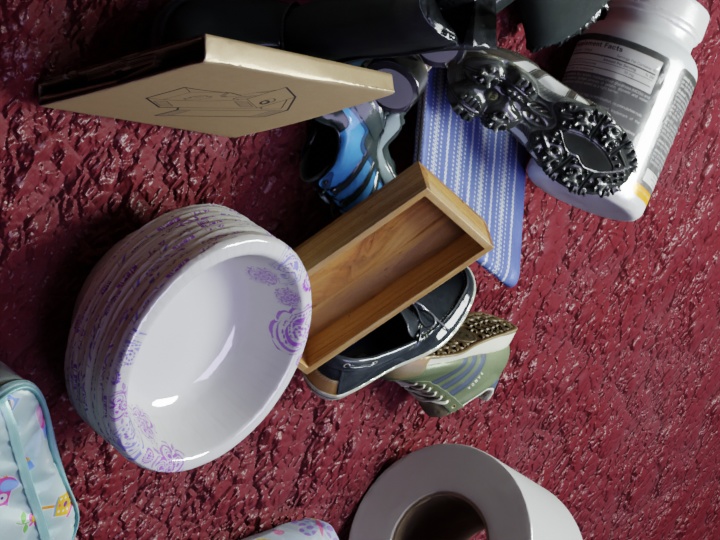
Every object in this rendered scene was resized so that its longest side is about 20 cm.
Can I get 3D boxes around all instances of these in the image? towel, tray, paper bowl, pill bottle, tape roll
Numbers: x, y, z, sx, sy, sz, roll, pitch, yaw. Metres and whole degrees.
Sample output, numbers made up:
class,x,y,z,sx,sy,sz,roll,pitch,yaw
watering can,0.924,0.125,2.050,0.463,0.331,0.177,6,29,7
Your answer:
class,x,y,z,sx,sy,sz,roll,pitch,yaw
towel,0.093,-0.081,1.621,0.200,0.024,0.146,33,56,-54
tray,0.000,0.000,1.527,0.199,0.037,0.099,-35,133,19
paper bowl,-0.140,0.044,1.429,0.200,0.104,0.202,-29,136,-32
pill bottle,0.238,-0.156,1.700,0.116,0.116,0.201,32,79,-55
tape roll,0.105,0.284,1.824,0.204,0.202,0.139,-57,144,0

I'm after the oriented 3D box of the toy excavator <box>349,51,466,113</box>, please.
class,x,y,z,sx,sy,sz,roll,pitch,yaw
toy excavator,0.016,-0.247,1.396,0.194,0.200,0.100,-42,-168,44

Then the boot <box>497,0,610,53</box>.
class,x,y,z,sx,sy,sz,roll,pitch,yaw
boot,0.139,-0.241,1.576,0.198,0.073,0.163,-48,150,-10

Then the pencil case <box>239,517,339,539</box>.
class,x,y,z,sx,sy,sz,roll,pitch,yaw
pencil case,-0.102,0.289,1.683,0.199,0.083,0.091,-16,127,-43

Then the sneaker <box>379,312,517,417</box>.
class,x,y,z,sx,sy,sz,roll,pitch,yaw
sneaker,0.074,0.100,1.757,0.199,0.067,0.091,-10,119,-49

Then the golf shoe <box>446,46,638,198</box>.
class,x,y,z,sx,sy,sz,roll,pitch,yaw
golf shoe,0.156,-0.139,1.598,0.199,0.095,0.078,33,113,-26

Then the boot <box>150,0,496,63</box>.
class,x,y,z,sx,sy,sz,roll,pitch,yaw
boot,-0.025,-0.169,1.315,0.164,0.199,0.066,-15,104,-50

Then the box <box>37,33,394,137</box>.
class,x,y,z,sx,sy,sz,roll,pitch,yaw
box,-0.099,-0.127,1.312,0.199,0.163,0.021,5,78,-51

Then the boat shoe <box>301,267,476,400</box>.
class,x,y,z,sx,sy,sz,roll,pitch,yaw
boat shoe,0.032,0.043,1.650,0.199,0.075,0.062,-32,157,-32

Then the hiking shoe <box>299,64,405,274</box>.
class,x,y,z,sx,sy,sz,roll,pitch,yaw
hiking shoe,-0.013,-0.079,1.529,0.086,0.074,0.201,-18,125,-23

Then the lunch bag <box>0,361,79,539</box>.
class,x,y,z,sx,sy,sz,roll,pitch,yaw
lunch bag,-0.289,0.162,1.367,0.160,0.077,0.201,-35,139,-28
